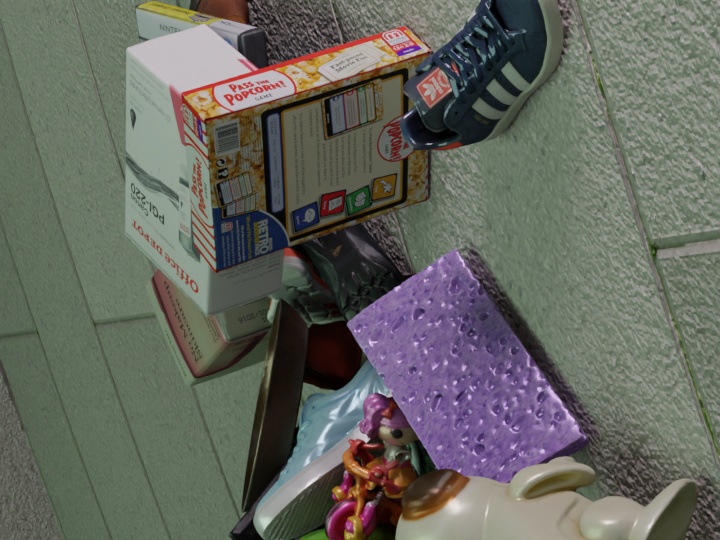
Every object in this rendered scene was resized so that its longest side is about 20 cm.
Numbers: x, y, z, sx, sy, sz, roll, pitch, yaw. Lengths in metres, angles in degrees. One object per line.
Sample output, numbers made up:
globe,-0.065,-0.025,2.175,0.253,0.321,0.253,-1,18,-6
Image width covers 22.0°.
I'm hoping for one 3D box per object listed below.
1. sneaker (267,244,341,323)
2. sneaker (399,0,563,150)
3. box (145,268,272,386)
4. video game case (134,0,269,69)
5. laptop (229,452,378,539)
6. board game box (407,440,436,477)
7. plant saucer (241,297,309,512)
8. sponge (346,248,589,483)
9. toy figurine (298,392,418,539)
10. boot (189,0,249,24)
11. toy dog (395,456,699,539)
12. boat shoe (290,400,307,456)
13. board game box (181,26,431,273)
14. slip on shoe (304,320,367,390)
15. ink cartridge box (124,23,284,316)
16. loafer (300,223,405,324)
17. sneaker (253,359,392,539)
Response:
sneaker,-0.062,-0.006,1.768,0.200,0.077,0.082,68,-165,-68
sneaker,0.079,-0.144,1.320,0.075,0.084,0.200,61,156,22
box,-0.139,0.029,1.948,0.128,0.109,0.200,66,158,9
video game case,-0.134,-0.131,1.655,0.181,0.025,0.200,22,125,49
laptop,-0.027,0.254,1.686,0.200,0.177,0.103,49,144,-13
board game box,0.054,0.185,1.740,0.200,0.023,0.105,67,157,9
plant saucer,-0.077,0.126,1.703,0.200,0.034,0.200,-169,90,-86
sponge,0.083,0.088,1.474,0.200,0.112,0.030,57,-176,30
toy figurine,0.043,0.154,1.556,0.150,0.200,0.184,-137,46,-58
boot,-0.124,-0.160,1.755,0.200,0.068,0.188,-112,35,-49
toy dog,0.119,0.215,1.337,0.200,0.194,0.140,16,130,35
boat shoe,-0.015,0.172,1.778,0.199,0.074,0.066,42,-133,-56
board game box,-0.040,-0.097,1.487,0.046,0.200,0.152,49,149,43
slip on shoe,-0.026,0.079,1.763,0.200,0.061,0.074,163,121,-70
ink cartridge box,-0.132,-0.084,1.577,0.146,0.085,0.200,42,141,38
loafer,0.000,0.000,1.673,0.201,0.068,0.070,54,-167,16
sneaker,-0.031,0.154,1.620,0.082,0.200,0.074,35,152,31
